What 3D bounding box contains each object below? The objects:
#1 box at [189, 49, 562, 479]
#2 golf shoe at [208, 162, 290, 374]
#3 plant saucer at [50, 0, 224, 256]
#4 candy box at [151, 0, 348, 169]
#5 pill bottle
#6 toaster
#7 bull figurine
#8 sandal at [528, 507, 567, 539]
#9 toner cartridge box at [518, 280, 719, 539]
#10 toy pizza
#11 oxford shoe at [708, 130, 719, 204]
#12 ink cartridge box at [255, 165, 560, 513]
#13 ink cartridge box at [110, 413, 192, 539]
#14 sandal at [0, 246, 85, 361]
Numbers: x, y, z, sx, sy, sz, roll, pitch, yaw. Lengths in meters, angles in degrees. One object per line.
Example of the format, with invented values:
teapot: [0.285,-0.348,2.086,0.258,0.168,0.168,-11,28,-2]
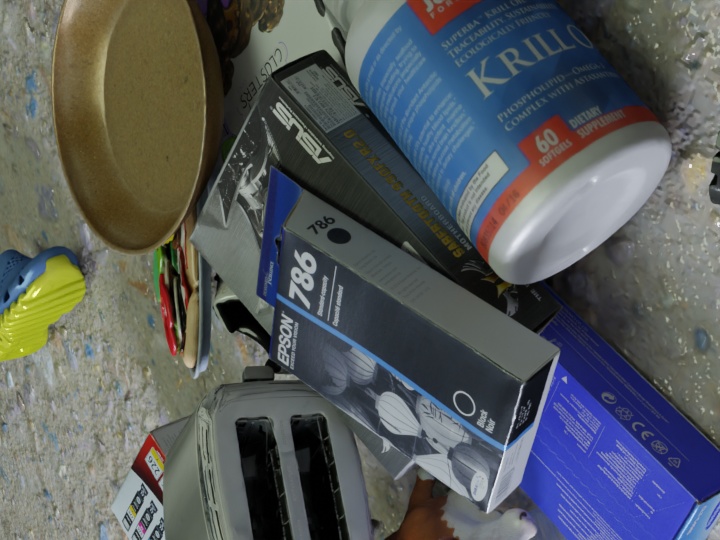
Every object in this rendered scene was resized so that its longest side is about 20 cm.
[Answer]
box: [0.000,0.000,0.787,0.200,0.048,0.159,49,139,11]
golf shoe: [-0.071,-0.012,0.940,0.201,0.094,0.078,51,140,28]
plant saucer: [-0.142,-0.112,0.897,0.199,0.035,0.203,11,104,50]
candy box: [-0.039,-0.130,0.864,0.168,0.071,0.202,-42,71,50]
pill bottle: [0.060,-0.102,0.715,0.201,0.111,0.113,53,140,21]
toaster: [-0.058,0.164,0.857,0.130,0.112,0.202,117,147,-54]
bull figurine: [0.042,0.177,0.855,0.064,0.122,0.201,24,133,-12]
sandal: [0.097,0.239,0.866,0.079,0.059,0.208,45,115,38]
toner cartridge box: [0.116,0.084,0.781,0.200,0.043,0.096,47,138,30]
toy pizza: [-0.132,-0.023,0.990,0.200,0.031,0.203,177,90,-79]
oxford shoe: [0.209,-0.112,0.570,0.084,0.073,0.202,20,124,27]
ink cartridge box: [0.008,0.034,0.734,0.199,0.039,0.100,33,135,26]
ink cartridge box: [-0.113,0.240,1.110,0.201,0.083,0.176,55,141,20]
sandal: [-0.321,0.019,1.292,0.200,0.079,0.088,-36,73,51]
